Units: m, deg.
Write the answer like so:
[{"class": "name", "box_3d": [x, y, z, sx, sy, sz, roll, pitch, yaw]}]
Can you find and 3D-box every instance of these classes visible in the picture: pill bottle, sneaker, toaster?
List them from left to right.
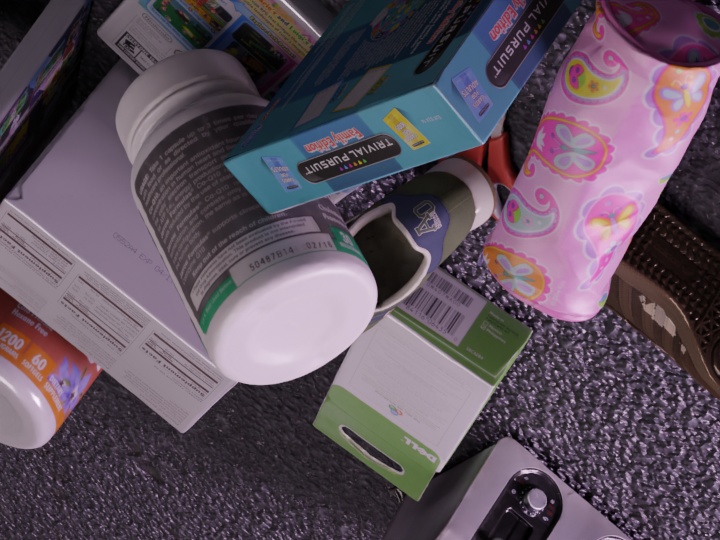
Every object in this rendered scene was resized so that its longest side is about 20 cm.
[{"class": "pill bottle", "box_3d": [-0.226, 0.025, 1.637, 0.112, 0.200, 0.113, 24, 147, 17]}, {"class": "pill bottle", "box_3d": [-0.077, -0.038, 1.376, 0.113, 0.112, 0.201, 91, 155, -53]}, {"class": "sneaker", "box_3d": [0.000, 0.000, 1.429, 0.067, 0.090, 0.200, 51, 132, 2]}, {"class": "toaster", "box_3d": [0.107, 0.239, 1.681, 0.181, 0.119, 0.200, 41, 148, -8]}, {"class": "sneaker", "box_3d": [0.198, 0.017, 1.370, 0.200, 0.070, 0.075, 47, 163, -9]}]

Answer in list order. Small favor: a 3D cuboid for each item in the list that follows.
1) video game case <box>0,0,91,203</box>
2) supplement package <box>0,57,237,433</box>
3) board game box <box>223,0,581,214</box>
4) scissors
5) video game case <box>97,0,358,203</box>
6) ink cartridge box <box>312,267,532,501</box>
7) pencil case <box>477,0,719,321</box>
[{"class": "video game case", "box_3d": [-0.250, -0.084, 1.515, 0.023, 0.201, 0.183, 29, 148, 2]}, {"class": "supplement package", "box_3d": [-0.145, -0.018, 1.545, 0.200, 0.156, 0.111, 39, 146, -6]}, {"class": "board game box", "box_3d": [0.028, -0.116, 1.257, 0.047, 0.151, 0.199, 48, 146, -20]}, {"class": "scissors", "box_3d": [0.076, -0.093, 1.372, 0.073, 0.014, 0.201, 23, 148, 23]}, {"class": "video game case", "box_3d": [-0.065, -0.130, 1.450, 0.200, 0.024, 0.182, 43, 147, -9]}, {"class": "ink cartridge box", "box_3d": [0.041, 0.079, 1.588, 0.104, 0.059, 0.200, 34, 148, 6]}, {"class": "pencil case", "box_3d": [0.136, -0.067, 1.240, 0.087, 0.087, 0.201, 29, 129, 9]}]
